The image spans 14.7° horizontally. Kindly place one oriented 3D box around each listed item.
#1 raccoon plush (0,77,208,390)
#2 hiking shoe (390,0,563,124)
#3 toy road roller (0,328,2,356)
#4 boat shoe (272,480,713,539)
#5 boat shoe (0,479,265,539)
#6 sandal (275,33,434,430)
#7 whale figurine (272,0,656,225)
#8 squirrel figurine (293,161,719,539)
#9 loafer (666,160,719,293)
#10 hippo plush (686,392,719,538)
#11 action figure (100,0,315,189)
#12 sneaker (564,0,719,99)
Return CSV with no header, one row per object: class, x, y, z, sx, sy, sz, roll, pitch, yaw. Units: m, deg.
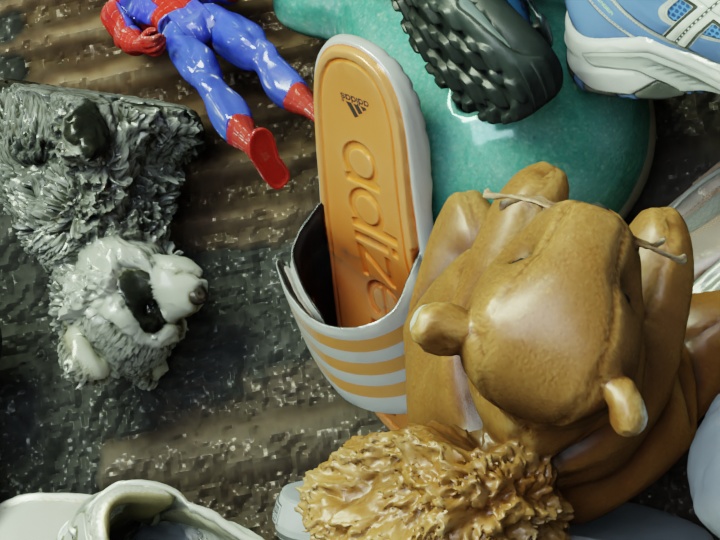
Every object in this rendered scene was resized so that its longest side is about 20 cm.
raccoon plush,-0.146,-0.020,1.330,0.199,0.096,0.135,15,99,49
hiking shoe,0.047,-0.140,1.190,0.086,0.075,0.200,-26,44,-6
toy road roller,-0.260,0.085,1.281,0.122,0.146,0.201,-4,81,40
boat shoe,0.056,0.135,1.230,0.199,0.070,0.067,3,101,14
boat shoe,-0.100,0.123,1.249,0.199,0.070,0.071,9,45,37
sandal,-0.006,-0.003,1.217,0.059,0.208,0.079,-33,38,-33
whale figurine,0.039,-0.088,1.252,0.159,0.104,0.200,-45,69,6
squirrel figurine,0.065,0.057,1.095,0.141,0.187,0.201,28,87,3
loafer,0.110,0.023,1.233,0.199,0.072,0.063,-34,62,2
hippo plush,0.203,0.043,1.110,0.161,0.199,0.160,-55,42,20
action figure,-0.072,-0.109,1.293,0.065,0.052,0.200,-33,41,-13
sneaker,0.159,-0.110,1.119,0.199,0.076,0.077,4,120,37
